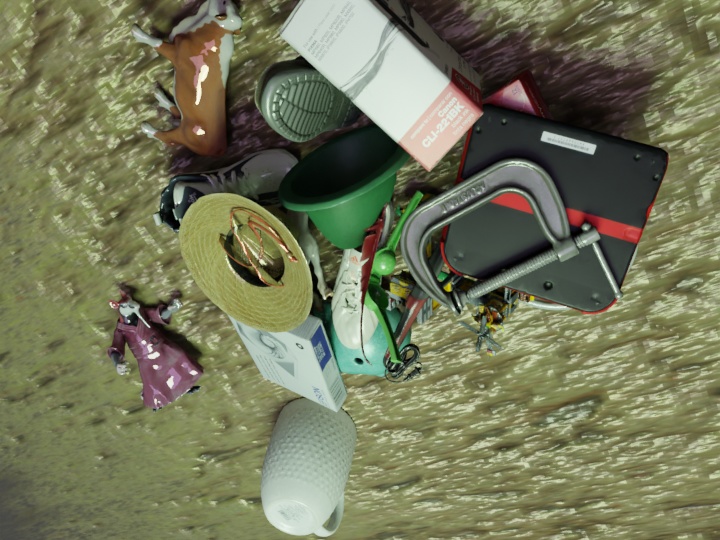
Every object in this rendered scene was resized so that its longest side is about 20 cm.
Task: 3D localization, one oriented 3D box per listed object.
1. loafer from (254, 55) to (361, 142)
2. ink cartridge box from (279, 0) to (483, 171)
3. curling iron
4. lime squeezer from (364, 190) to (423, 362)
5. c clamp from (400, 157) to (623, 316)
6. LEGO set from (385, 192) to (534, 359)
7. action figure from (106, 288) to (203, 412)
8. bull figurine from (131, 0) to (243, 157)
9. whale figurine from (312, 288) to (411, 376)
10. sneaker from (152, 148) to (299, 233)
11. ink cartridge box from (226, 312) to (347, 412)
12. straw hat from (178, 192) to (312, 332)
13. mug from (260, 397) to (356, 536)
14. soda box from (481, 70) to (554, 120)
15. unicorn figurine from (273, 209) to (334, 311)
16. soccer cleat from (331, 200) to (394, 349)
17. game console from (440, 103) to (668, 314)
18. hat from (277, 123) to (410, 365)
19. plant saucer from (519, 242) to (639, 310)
[{"bbox_3d":[-0.059,-0.187,0.647,0.069,0.199,0.077,31,112,14],"label":"loafer"},{"bbox_3d":[0.029,-0.221,0.626,0.199,0.145,0.084,38,120,-14],"label":"ink cartridge box"},{"bbox_3d":[0.075,0.036,0.697,0.049,0.026,0.205,21,97,13],"label":"curling iron"},{"bbox_3d":[0.032,0.005,0.716,0.037,0.206,0.070,16,163,-23],"label":"lime squeezer"},{"bbox_3d":[0.144,-0.017,0.618,0.196,0.027,0.175,-21,98,18],"label":"c clamp"},{"bbox_3d":[0.106,0.003,0.732,0.197,0.115,0.157,29,135,29],"label":"LEGO set"},{"bbox_3d":[-0.336,0.116,0.979,0.203,0.133,0.148,62,158,-13],"label":"action figure"},{"bbox_3d":[-0.201,-0.233,0.719,0.118,0.066,0.204,15,123,7],"label":"bull figurine"},{"bbox_3d":[-0.017,0.111,0.881,0.198,0.105,0.159,-33,112,31],"label":"whale figurine"},{"bbox_3d":[-0.174,-0.092,0.758,0.194,0.130,0.082,-6,109,19],"label":"sneaker"},{"bbox_3d":[-0.124,0.107,0.867,0.196,0.041,0.202,19,147,26],"label":"ink cartridge box"},{"bbox_3d":[-0.118,-0.028,0.734,0.196,0.086,0.205,17,134,18],"label":"straw hat"},{"bbox_3d":[-0.080,0.348,1.006,0.144,0.177,0.203,-16,119,21],"label":"mug"},{"bbox_3d":[0.195,-0.106,0.659,0.069,0.063,0.203,-24,102,34],"label":"soda box"},{"bbox_3d":[-0.076,-0.020,0.807,0.199,0.073,0.140,-37,67,43],"label":"unicorn figurine"},{"bbox_3d":[0.000,0.000,0.771,0.067,0.078,0.206,12,93,9],"label":"soccer cleat"},{"bbox_3d":[0.190,-0.059,0.625,0.195,0.031,0.182,17,107,10],"label":"game console"},{"bbox_3d":[0.004,-0.045,0.716,0.164,0.199,0.179,22,144,51],"label":"hat"},{"bbox_3d":[0.233,-0.052,0.736,0.195,0.050,0.205,12,119,22],"label":"plant saucer"}]
